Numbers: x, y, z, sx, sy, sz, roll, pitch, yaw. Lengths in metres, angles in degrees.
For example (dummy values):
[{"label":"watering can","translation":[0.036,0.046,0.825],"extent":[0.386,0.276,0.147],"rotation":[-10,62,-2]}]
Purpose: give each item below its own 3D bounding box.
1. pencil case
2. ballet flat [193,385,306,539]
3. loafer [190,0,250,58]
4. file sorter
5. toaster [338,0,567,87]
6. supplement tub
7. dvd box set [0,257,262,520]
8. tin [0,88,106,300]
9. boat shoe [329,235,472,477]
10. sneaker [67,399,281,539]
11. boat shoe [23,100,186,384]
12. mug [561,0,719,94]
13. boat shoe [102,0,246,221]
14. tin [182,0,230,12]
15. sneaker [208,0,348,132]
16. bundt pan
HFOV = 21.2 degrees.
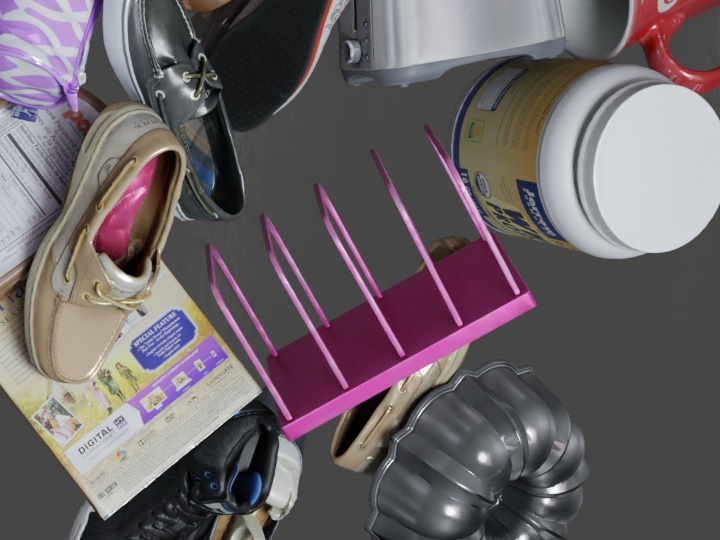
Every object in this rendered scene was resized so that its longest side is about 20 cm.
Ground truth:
[{"label":"pencil case","translation":[-0.198,-0.204,1.286],"extent":[0.085,0.084,0.201],"rotation":[12,72,11]},{"label":"ballet flat","translation":[-0.082,0.184,1.450],"extent":[0.073,0.073,0.201],"rotation":[27,85,-29]},{"label":"loafer","translation":[-0.079,-0.182,1.394],"extent":[0.070,0.070,0.201],"rotation":[37,87,-35]},{"label":"file sorter","translation":[0.000,0.000,1.389],"extent":[0.199,0.139,0.126],"rotation":[-29,109,3]},{"label":"toaster","translation":[0.071,-0.214,1.441],"extent":[0.199,0.113,0.130],"rotation":[-13,102,-24]},{"label":"supplement tub","translation":[0.171,-0.087,1.464],"extent":[0.143,0.200,0.146],"rotation":[-5,101,-27]},{"label":"dvd box set","translation":[-0.185,0.052,1.349],"extent":[0.146,0.029,0.200],"rotation":[-39,92,-17]},{"label":"tin","translation":[-0.246,-0.047,1.310],"extent":[0.200,0.042,0.112],"rotation":[-38,93,-17]},{"label":"boat shoe","translation":[0.035,0.065,1.491],"extent":[0.064,0.071,0.202],"rotation":[19,91,-30]},{"label":"sneaker","translation":[-0.133,0.173,1.390],"extent":[0.073,0.112,0.201],"rotation":[39,80,-36]},{"label":"boat shoe","translation":[-0.167,-0.008,1.271],"extent":[0.073,0.069,0.201],"rotation":[2,114,-41]},{"label":"mug","translation":[0.251,-0.237,1.527],"extent":[0.199,0.133,0.179],"rotation":[-23,103,-28]},{"label":"boat shoe","translation":[-0.120,-0.120,1.306],"extent":[0.069,0.056,0.201],"rotation":[-47,138,-39]},{"label":"tin","translation":[-0.073,-0.266,1.356],"extent":[0.042,0.112,0.201],"rotation":[43,78,-37]},{"label":"sneaker","translation":[-0.033,-0.189,1.335],"extent":[0.067,0.108,0.202],"rotation":[35,121,7]},{"label":"bundt pan","translation":[0.103,0.176,1.506],"extent":[0.201,0.076,0.203],"rotation":[-22,126,-33]}]
